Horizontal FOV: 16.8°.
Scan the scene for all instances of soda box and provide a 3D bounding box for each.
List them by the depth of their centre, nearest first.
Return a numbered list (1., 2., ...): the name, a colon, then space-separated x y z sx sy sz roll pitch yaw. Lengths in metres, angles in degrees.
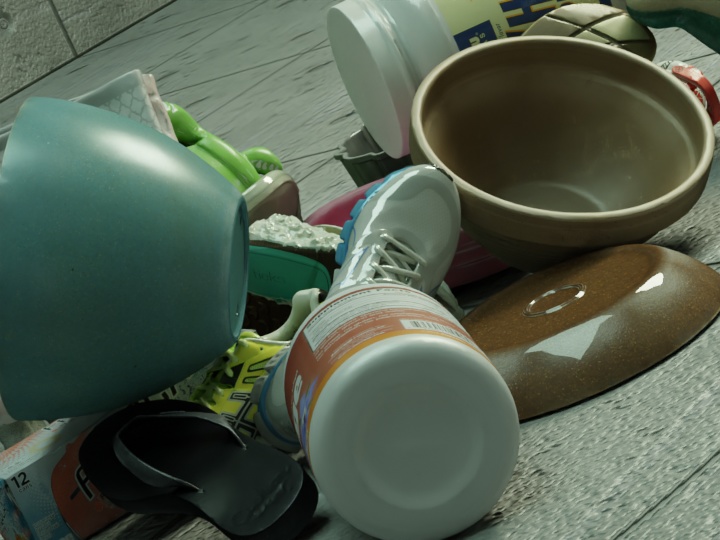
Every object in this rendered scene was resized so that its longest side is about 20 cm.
1. soda box: -0.148 0.111 1.589 0.200 0.064 0.068 -31 15 -24

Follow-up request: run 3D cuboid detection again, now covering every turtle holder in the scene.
1. turtle holder: -0.134 -0.041 1.920 0.141 0.186 0.132 31 60 20

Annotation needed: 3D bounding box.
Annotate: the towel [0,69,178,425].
1. towel: -0.199 -0.014 1.637 0.199 0.192 0.032 -22 -11 15

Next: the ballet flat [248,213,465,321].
1. ballet flat: 0.000 0.000 1.617 0.200 0.072 0.072 20 39 34

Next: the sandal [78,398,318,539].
1. sandal: -0.099 0.109 1.434 0.200 0.043 0.076 11 57 49

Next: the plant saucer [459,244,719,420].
1. plant saucer: 0.123 0.032 1.475 0.200 0.037 0.200 -23 14 6

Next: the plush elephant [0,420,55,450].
1. plush elephant: -0.222 0.020 1.743 0.155 0.200 0.165 -40 4 11

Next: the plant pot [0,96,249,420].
1. plant pot: -0.141 -0.003 1.509 0.134 0.201 0.200 3 17 5

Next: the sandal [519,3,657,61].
1. sandal: 0.123 -0.118 1.733 0.200 0.080 0.054 -42 -12 -16

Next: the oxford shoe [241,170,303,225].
1. oxford shoe: -0.066 -0.018 1.800 0.075 0.058 0.200 -35 -15 -12

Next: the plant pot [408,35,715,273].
1. plant pot: 0.130 -0.062 1.618 0.200 0.093 0.201 2 40 -2

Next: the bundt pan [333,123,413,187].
1. bundt pan: 0.084 -0.102 1.966 0.201 0.076 0.202 -23 14 6

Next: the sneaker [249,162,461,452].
1. sneaker: 0.009 0.023 1.492 0.200 0.075 0.087 -61 11 -11

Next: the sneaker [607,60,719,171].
1. sneaker: 0.214 -0.105 1.765 0.108 0.067 0.201 -30 11 -2

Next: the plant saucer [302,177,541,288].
1. plant saucer: 0.055 -0.030 1.752 0.200 0.051 0.201 -14 15 4

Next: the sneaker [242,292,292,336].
1. sneaker: -0.066 0.028 1.747 0.200 0.067 0.090 -18 18 33

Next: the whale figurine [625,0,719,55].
1. whale figurine: 0.289 -0.177 1.752 0.199 0.104 0.159 4 31 6

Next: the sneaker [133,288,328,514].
1. sneaker: -0.081 0.084 1.545 0.200 0.077 0.075 -35 19 -30

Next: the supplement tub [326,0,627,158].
1. supplement tub: 0.090 -0.179 1.817 0.199 0.145 0.145 -25 13 -12

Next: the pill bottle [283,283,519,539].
1. pill bottle: 0.016 0.070 1.347 0.112 0.112 0.200 -25 13 -2
